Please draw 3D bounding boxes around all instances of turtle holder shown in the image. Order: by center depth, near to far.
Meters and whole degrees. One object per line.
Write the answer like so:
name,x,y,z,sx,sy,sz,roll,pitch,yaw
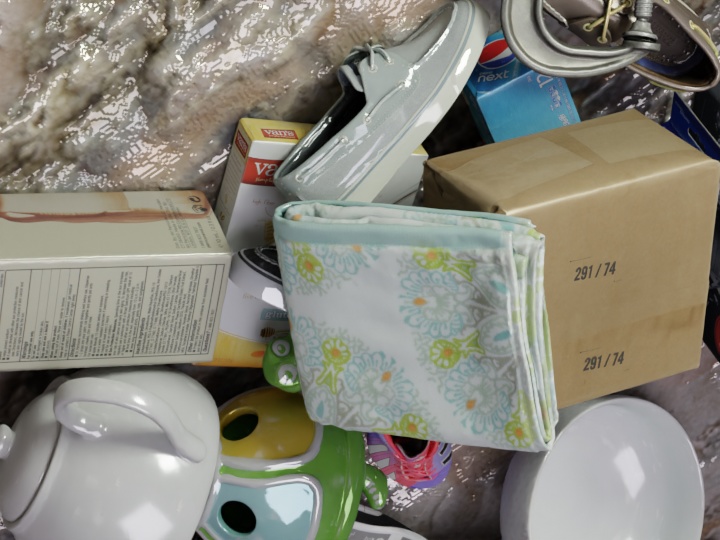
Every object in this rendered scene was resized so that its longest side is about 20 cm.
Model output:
turtle holder,-0.060,0.150,1.702,0.131,0.141,0.186,6,146,-26

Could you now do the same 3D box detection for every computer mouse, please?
computer mouse,-0.032,0.221,1.859,0.200,0.044,0.110,21,110,-27

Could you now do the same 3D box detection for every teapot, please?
teapot,-0.201,0.145,1.645,0.146,0.197,0.200,22,103,-21

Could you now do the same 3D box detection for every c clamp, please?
c clamp,0.183,-0.230,1.577,0.170,0.027,0.201,10,94,-16

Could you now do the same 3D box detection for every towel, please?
towel,0.039,0.039,1.540,0.199,0.048,0.172,6,118,27

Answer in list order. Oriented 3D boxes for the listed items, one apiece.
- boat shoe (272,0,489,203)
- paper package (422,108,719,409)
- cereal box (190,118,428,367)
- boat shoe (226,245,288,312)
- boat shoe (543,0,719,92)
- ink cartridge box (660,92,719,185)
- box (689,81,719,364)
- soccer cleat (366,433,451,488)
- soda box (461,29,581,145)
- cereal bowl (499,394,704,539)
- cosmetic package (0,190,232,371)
boat shoe,0.013,-0.122,1.586,0.071,0.070,0.201,39,84,-23
paper package,0.147,-0.002,1.621,0.200,0.103,0.191,-16,124,-28
cereal box,-0.044,-0.016,1.679,0.143,0.040,0.200,2,123,-24
boat shoe,0.000,0.000,1.636,0.199,0.072,0.068,12,111,-24
boat shoe,0.187,-0.189,1.632,0.200,0.060,0.072,27,112,-35
ink cartridge box,0.238,-0.030,1.745,0.039,0.100,0.200,-8,126,-15
box,0.328,-0.025,1.731,0.104,0.182,0.200,-6,126,-17
soccer cleat,0.039,0.135,1.779,0.067,0.077,0.200,-20,145,-2
soda box,0.135,-0.087,1.684,0.068,0.064,0.200,-28,130,-1
cereal bowl,0.192,0.199,1.880,0.200,0.083,0.201,-3,96,-37
cosmetic package,-0.203,0.006,1.600,0.199,0.087,0.104,-1,126,-23
